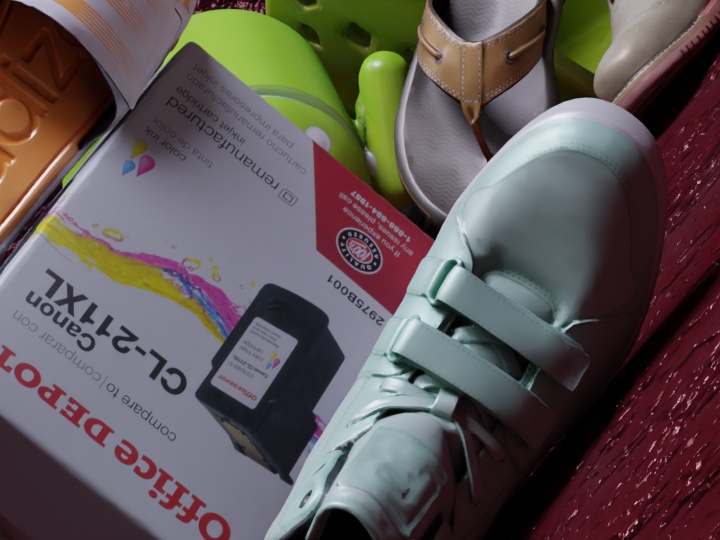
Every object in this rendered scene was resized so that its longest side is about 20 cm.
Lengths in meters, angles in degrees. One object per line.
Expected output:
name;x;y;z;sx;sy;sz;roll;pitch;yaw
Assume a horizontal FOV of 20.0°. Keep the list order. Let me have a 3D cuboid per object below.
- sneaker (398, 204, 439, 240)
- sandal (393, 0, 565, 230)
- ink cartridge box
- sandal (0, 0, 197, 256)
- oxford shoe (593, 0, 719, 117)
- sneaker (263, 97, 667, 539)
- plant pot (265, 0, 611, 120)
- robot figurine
sneaker;0.000;0.000;1.064;0.200;0.077;0.084;-26;27;16
sandal;0.063;-0.111;0.953;0.055;0.082;0.200;52;-128;-67
ink cartridge box;-0.076;0.030;0.825;0.083;0.146;0.200;-40;15;50
sandal;-0.122;-0.078;0.806;0.207;0.079;0.059;-61;15;-14
oxford shoe;0.134;-0.135;0.976;0.071;0.074;0.200;-48;7;34
sneaker;0.033;0.043;0.628;0.201;0.074;0.118;-61;-3;12
plant pot;0.058;-0.149;1.123;0.199;0.200;0.182;-56;-1;-39
robot figurine;-0.059;-0.054;1.005;0.200;0.175;0.116;-112;20;-58
